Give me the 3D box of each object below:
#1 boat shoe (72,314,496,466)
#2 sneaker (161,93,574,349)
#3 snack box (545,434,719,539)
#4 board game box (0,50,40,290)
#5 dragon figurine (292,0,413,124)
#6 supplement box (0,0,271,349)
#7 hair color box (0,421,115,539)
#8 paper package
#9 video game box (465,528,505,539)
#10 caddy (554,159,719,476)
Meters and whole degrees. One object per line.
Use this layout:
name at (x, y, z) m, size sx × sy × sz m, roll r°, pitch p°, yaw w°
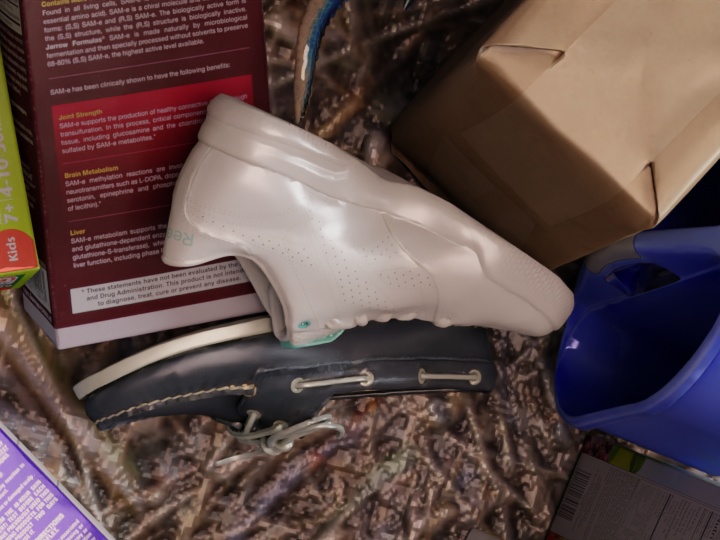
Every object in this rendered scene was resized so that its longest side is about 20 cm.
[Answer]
boat shoe at (-0.030, 0.049, 1.230) m, size 0.199 × 0.075 × 0.062 m, roll -12°, pitch 88°, yaw -28°
sneaker at (0.000, 0.000, 1.184) m, size 0.199 × 0.075 × 0.089 m, roll 25°, pitch 91°, yaw -29°
snack box at (0.201, 0.147, 1.254) m, size 0.168 × 0.200 × 0.068 m, roll 23°, pitch 87°, yaw -20°
board game box at (-0.243, -0.031, 1.143) m, size 0.199 × 0.048 × 0.102 m, roll -9°, pitch 83°, yaw -19°
dragon figurine at (0.012, -0.154, 1.183) m, size 0.099 × 0.059 × 0.201 m, roll 12°, pitch 56°, yaw -23°
supplement box at (-0.098, -0.076, 1.179) m, size 0.108 × 0.061 × 0.201 m, roll -10°, pitch 110°, yaw -19°
hair color box at (-0.155, 0.110, 1.168) m, size 0.065 × 0.109 × 0.200 m, roll -44°, pitch 107°, yaw -11°
paper package at (0.122, -0.104, 1.194) m, size 0.103 × 0.200 × 0.191 m, roll 44°, pitch 79°, yaw -3°
video game box at (0.155, 0.192, 1.251) m, size 0.199 × 0.182 × 0.047 m, roll 29°, pitch 83°, yaw -20°
caddy at (0.152, 0.010, 1.209) m, size 0.104 × 0.200 × 0.142 m, roll 24°, pitch 74°, yaw -14°
